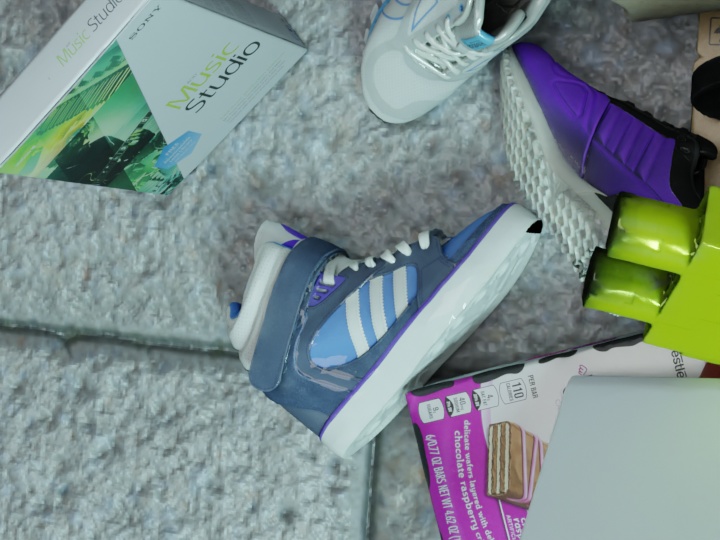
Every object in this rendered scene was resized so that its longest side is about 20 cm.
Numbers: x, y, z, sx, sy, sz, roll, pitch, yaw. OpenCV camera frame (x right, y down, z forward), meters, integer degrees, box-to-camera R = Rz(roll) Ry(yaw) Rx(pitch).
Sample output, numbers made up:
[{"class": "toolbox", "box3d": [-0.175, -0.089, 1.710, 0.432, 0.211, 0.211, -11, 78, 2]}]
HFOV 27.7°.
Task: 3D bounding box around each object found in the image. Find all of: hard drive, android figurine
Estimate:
[{"class": "hard drive", "box3d": [0.177, 0.117, 0.732, 0.198, 0.025, 0.133, -2, 56, 41]}, {"class": "android figurine", "box3d": [0.209, 0.011, 0.694, 0.197, 0.183, 0.042, 12, 66, 4]}]

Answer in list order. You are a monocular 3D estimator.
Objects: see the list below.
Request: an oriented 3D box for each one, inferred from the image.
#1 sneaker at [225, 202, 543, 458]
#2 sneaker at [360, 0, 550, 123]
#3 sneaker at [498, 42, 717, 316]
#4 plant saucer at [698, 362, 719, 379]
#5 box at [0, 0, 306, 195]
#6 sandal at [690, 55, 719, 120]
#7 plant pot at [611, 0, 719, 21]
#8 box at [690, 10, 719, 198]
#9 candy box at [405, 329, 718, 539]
[{"class": "sneaker", "box3d": [0.000, 0.000, 0.904, 0.146, 0.080, 0.201, 44, 104, 16]}, {"class": "sneaker", "box3d": [0.059, -0.148, 0.847, 0.074, 0.087, 0.200, 27, 131, -16]}, {"class": "sneaker", "box3d": [0.149, -0.062, 0.840, 0.098, 0.070, 0.201, -17, 51, -10]}, {"class": "plant saucer", "box3d": [0.240, 0.166, 0.779, 0.198, 0.037, 0.201, 29, 85, 0]}, {"class": "box", "box3d": [-0.129, -0.111, 0.889, 0.144, 0.200, 0.036, -44, 73, 16]}, {"class": "sandal", "box3d": [0.260, -0.101, 0.753, 0.199, 0.075, 0.049, -18, 62, 51]}, {"class": "plant pot", "box3d": [0.213, -0.219, 0.775, 0.182, 0.200, 0.203, -12, 86, 31]}, {"class": "box", "box3d": [0.285, -0.064, 0.824, 0.197, 0.021, 0.166, 5, 92, 21]}, {"class": "candy box", "box3d": [0.139, 0.113, 0.861, 0.198, 0.061, 0.138, -16, 86, 20]}]
